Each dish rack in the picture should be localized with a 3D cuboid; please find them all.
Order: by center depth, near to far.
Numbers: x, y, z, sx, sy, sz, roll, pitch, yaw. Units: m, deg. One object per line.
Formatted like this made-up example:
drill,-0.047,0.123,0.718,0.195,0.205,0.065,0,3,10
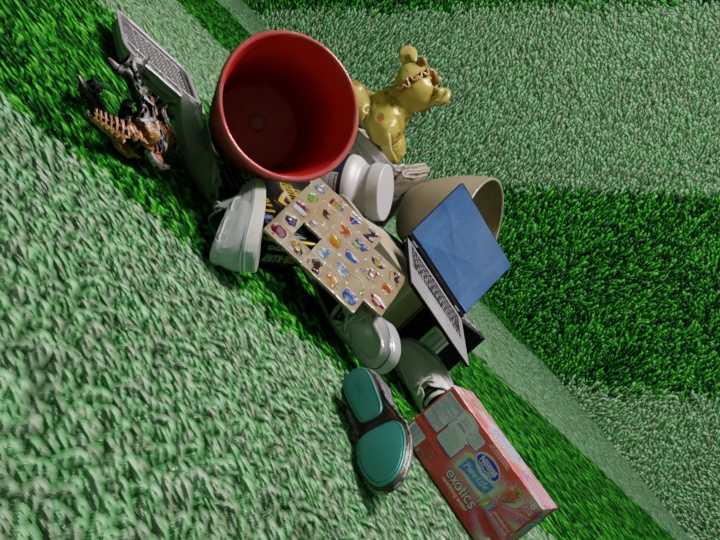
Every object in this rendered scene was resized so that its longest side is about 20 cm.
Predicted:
dish rack,-0.338,-0.328,1.378,0.171,0.043,0.201,39,15,-37

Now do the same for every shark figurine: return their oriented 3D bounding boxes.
shark figurine,-0.257,-0.199,1.192,0.129,0.089,0.216,90,-19,-52

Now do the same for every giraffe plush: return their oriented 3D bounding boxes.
giraffe plush,0.068,-0.300,1.492,0.173,0.162,0.200,46,11,-12

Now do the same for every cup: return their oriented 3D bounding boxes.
cup,0.147,-0.083,1.500,0.142,0.202,0.200,19,-3,27

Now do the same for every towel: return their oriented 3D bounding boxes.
towel,0.037,-0.117,1.528,0.035,0.200,0.132,47,25,13

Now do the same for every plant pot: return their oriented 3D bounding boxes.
plant pot,-0.124,-0.215,1.181,0.200,0.201,0.177,45,-16,-17

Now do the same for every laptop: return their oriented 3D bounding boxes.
laptop,0.162,0.005,1.328,0.188,0.115,0.201,54,19,-28

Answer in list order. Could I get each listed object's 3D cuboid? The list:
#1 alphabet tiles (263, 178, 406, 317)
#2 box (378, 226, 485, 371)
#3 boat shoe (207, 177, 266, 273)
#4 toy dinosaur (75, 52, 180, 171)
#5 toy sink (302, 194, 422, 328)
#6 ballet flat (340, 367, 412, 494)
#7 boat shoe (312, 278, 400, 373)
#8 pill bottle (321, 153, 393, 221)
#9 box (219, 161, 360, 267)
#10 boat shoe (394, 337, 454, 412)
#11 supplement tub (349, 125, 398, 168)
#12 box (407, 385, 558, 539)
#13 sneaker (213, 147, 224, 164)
alphabet tiles,-0.025,-0.028,1.196,0.200,0.008,0.167,43,39,-4
box,0.087,0.060,1.499,0.200,0.123,0.199,35,17,-47
boat shoe,-0.160,-0.066,1.086,0.071,0.071,0.201,7,30,-7
toy dinosaur,-0.277,-0.187,1.039,0.137,0.101,0.200,65,-11,-1
toy sink,0.000,0.000,1.356,0.200,0.130,0.112,52,12,22
ballet flat,0.027,0.193,0.982,0.072,0.072,0.201,42,15,-30
boat shoe,-0.015,0.072,1.208,0.065,0.074,0.200,26,14,-41
pill bottle,-0.051,-0.141,1.425,0.198,0.117,0.116,8,1,16
box,-0.111,-0.083,1.258,0.158,0.050,0.201,5,37,-33
boat shoe,0.115,0.187,1.310,0.200,0.073,0.065,50,7,13
supplement tub,-0.041,-0.163,1.558,0.145,0.200,0.145,46,12,-12
box,0.160,0.267,1.145,0.200,0.103,0.095,53,12,26
sneaker,-0.153,-0.199,1.349,0.081,0.198,0.075,37,58,-79
